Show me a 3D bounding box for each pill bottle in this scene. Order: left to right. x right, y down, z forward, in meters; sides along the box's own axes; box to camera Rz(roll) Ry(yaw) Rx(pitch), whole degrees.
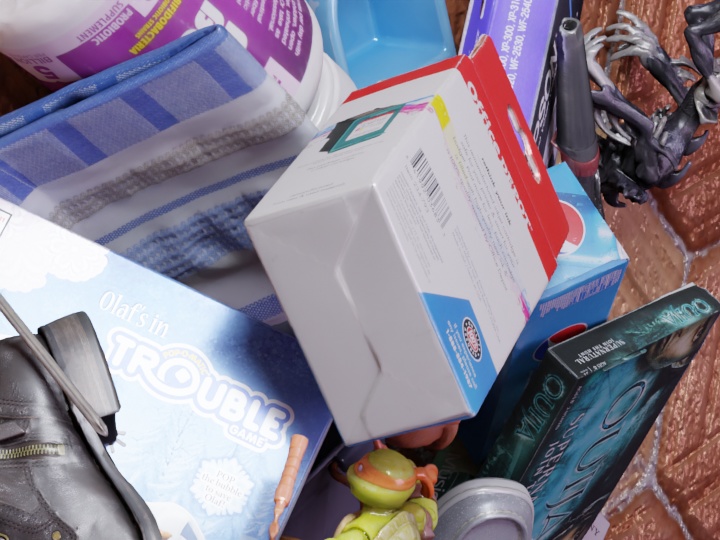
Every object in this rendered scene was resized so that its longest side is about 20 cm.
[{"bbox_3d":[-0.088,-0.110,1.145,0.200,0.112,0.112,37,67,-44],"label":"pill bottle"}]

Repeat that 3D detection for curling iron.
[{"bbox_3d":[0.117,-0.074,1.325,0.200,0.026,0.050,73,7,-59],"label":"curling iron"}]

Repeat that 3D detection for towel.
[{"bbox_3d":[-0.077,-0.030,1.142,0.200,0.147,0.024,48,26,-48],"label":"towel"}]

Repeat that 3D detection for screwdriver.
[{"bbox_3d":[-0.169,0.001,1.031,0.029,0.200,0.028,-31,156,-11],"label":"screwdriver"}]

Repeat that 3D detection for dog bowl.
[{"bbox_3d":[0.007,-0.101,1.304,0.111,0.050,0.200,-34,120,-41],"label":"dog bowl"}]

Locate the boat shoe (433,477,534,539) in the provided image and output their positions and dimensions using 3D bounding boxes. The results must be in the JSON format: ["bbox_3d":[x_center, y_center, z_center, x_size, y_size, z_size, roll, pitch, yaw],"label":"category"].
[{"bbox_3d":[0.048,0.201,1.285,0.074,0.065,0.202,8,118,-28],"label":"boat shoe"}]

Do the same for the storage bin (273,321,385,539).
[{"bbox_3d":[-0.057,0.140,1.207,0.200,0.145,0.135,-43,135,-36],"label":"storage bin"}]

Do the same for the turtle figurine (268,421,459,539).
[{"bbox_3d":[0.004,0.144,1.101,0.200,0.064,0.162,-27,132,-65],"label":"turtle figurine"}]

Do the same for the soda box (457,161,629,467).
[{"bbox_3d":[0.086,0.028,1.306,0.064,0.068,0.200,-23,156,-18],"label":"soda box"}]

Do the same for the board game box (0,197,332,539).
[{"bbox_3d":[-0.132,0.090,1.079,0.043,0.200,0.199,116,-1,-69],"label":"board game box"}]

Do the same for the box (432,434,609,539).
[{"bbox_3d":[0.066,0.195,1.421,0.144,0.036,0.200,48,59,-40],"label":"box"}]

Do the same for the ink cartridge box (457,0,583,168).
[{"bbox_3d":[0.089,-0.123,1.312,0.200,0.043,0.199,72,28,-66],"label":"ink cartridge box"}]

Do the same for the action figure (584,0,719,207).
[{"bbox_3d":[0.180,-0.116,1.460,0.200,0.102,0.119,-50,179,18],"label":"action figure"}]

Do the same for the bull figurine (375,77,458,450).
[{"bbox_3d":[0.000,0.000,1.253,0.065,0.121,0.200,-25,113,-45],"label":"bull figurine"}]

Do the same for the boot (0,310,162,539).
[{"bbox_3d":[-0.176,0.114,1.010,0.174,0.069,0.200,-15,65,-12],"label":"boot"}]

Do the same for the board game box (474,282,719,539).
[{"bbox_3d":[0.113,0.101,1.331,0.135,0.028,0.200,-22,148,-44],"label":"board game box"}]

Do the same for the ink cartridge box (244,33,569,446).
[{"bbox_3d":[0.028,-0.020,1.104,0.116,0.067,0.200,66,25,-16],"label":"ink cartridge box"}]
